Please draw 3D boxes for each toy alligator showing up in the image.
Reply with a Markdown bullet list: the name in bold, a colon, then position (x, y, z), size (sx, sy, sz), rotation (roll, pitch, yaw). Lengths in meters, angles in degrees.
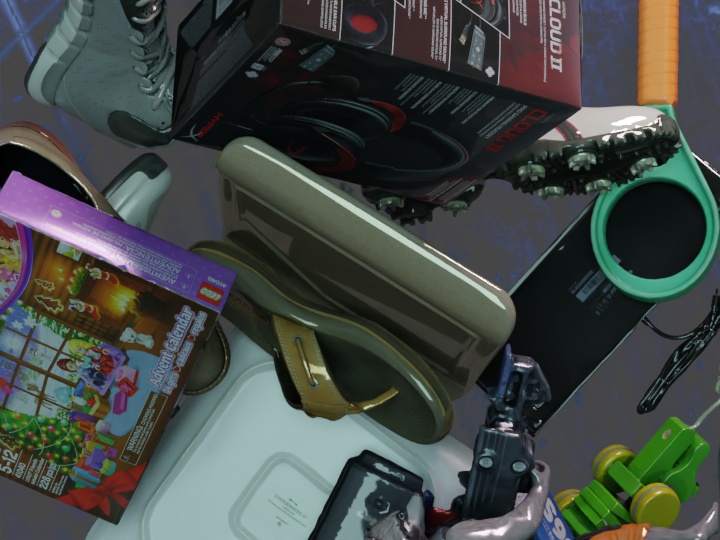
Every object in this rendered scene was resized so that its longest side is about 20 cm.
- **toy alligator**: position (0.179, 0.134, 1.090), size (0.200, 0.059, 0.054), rotation (-44, 124, 1)

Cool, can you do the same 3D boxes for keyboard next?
- **keyboard**: position (0.166, 0.023, 1.106), size (0.127, 0.021, 0.200), rotation (43, 91, 21)

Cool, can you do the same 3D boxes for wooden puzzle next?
- **wooden puzzle**: position (0.000, 0.000, 1.040), size (0.184, 0.200, 0.037), rotation (32, 73, 4)

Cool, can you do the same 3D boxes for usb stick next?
- **usb stick**: position (-0.024, 0.207, 1.081), size (0.055, 0.033, 0.201), rotation (26, 88, 6)

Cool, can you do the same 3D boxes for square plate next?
- **square plate**: position (-0.042, 0.152, 1.116), size (0.200, 0.028, 0.199), rotation (36, 89, 6)

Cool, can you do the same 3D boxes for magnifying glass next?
- **magnifying glass**: position (0.183, -0.080, 1.103), size (0.079, 0.022, 0.202), rotation (-1, 77, 18)

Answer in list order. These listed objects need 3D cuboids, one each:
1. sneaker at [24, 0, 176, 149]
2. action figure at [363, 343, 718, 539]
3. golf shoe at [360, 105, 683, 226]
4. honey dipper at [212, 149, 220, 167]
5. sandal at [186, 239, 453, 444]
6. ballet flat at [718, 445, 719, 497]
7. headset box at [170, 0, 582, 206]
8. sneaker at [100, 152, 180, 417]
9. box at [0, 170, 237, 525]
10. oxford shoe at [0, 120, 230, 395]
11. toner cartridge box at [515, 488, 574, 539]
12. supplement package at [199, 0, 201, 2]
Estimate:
- **sneaker**: position (-0.122, -0.142, 1.079), size (0.115, 0.200, 0.075), rotation (37, 53, -4)
- **action figure**: position (0.094, 0.151, 0.962), size (0.192, 0.105, 0.201), rotation (6, 112, 11)
- **golf shoe**: position (0.093, -0.087, 1.085), size (0.199, 0.077, 0.089), rotation (-7, 72, 16)
- **honey dipper**: position (-0.004, -0.021, 1.121), size (0.200, 0.038, 0.038), rotation (38, 90, 4)
- **sandal**: position (-0.034, 0.052, 1.068), size (0.199, 0.081, 0.054), rotation (31, 60, 15)
- **ballet flat**: position (0.253, 0.196, 1.075), size (0.067, 0.068, 0.202), rotation (2, 88, -7)
- **headset box**: position (0.016, -0.109, 0.970), size (0.199, 0.148, 0.076), rotation (13, 66, -25)
- **sneaker**: position (-0.147, 0.033, 1.118), size (0.115, 0.076, 0.201), rotation (32, 97, -3)
- **box**: position (-0.168, 0.051, 1.025), size (0.136, 0.039, 0.201), rotation (24, 130, -5)
- **oxford shoe**: position (-0.153, 0.000, 1.038), size (0.070, 0.075, 0.200), rotation (-44, 99, 0)
- **toner cartridge box**: position (0.109, 0.234, 1.060), size (0.095, 0.043, 0.201), rotation (-25, 95, 28)
- **supplement package**: position (0.003, -0.191, 1.082), size (0.199, 0.117, 0.118), rotation (-15, 76, 3)
